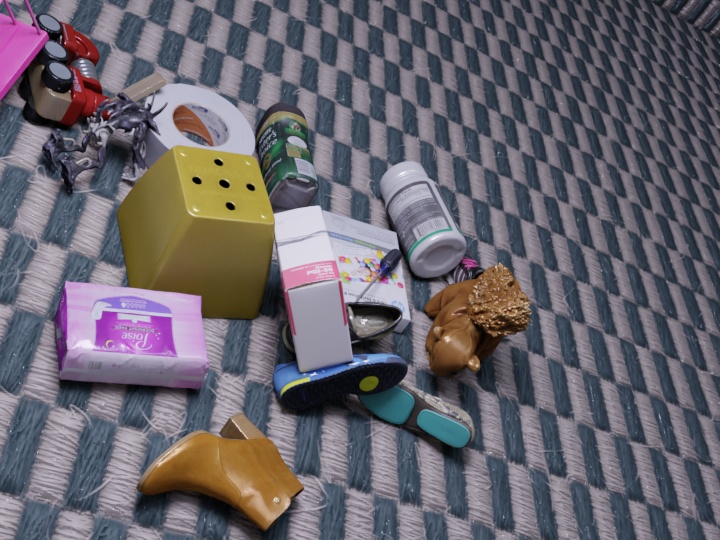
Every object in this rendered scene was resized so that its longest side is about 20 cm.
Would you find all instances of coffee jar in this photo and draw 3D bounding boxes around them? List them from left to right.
[{"bbox_3d":[-0.133,-0.198,1.510,0.084,0.105,0.203,13,44,-28],"label":"coffee jar"}]

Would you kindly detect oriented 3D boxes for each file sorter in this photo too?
[{"bbox_3d":[-0.594,-0.369,1.256,0.196,0.126,0.141,23,64,9],"label":"file sorter"}]

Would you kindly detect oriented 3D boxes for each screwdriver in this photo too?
[{"bbox_3d":[0.025,0.010,1.410,0.028,0.029,0.200,-1,23,28],"label":"screwdriver"}]

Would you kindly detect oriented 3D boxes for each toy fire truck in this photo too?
[{"bbox_3d":[-0.441,-0.321,1.407,0.197,0.129,0.178,11,44,-43],"label":"toy fire truck"}]

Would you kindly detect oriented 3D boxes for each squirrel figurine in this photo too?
[{"bbox_3d":[0.181,0.084,1.390,0.142,0.200,0.186,47,28,3],"label":"squirrel figurine"}]

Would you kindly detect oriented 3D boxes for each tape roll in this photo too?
[{"bbox_3d":[-0.281,-0.225,1.460,0.197,0.066,0.203,20,42,-20],"label":"tape roll"}]

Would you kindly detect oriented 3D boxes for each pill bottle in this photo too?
[{"bbox_3d":[0.110,-0.097,1.578,0.111,0.114,0.203,5,46,-32],"label":"pill bottle"}]

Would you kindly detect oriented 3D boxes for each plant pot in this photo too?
[{"bbox_3d":[-0.228,-0.066,1.259,0.196,0.177,0.203,4,50,-32],"label":"plant pot"}]

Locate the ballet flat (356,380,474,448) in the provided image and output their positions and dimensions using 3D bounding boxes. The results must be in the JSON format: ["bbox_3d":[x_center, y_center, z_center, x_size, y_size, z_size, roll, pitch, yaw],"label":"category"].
[{"bbox_3d":[0.084,0.207,1.313,0.196,0.069,0.076,25,21,-5],"label":"ballet flat"}]

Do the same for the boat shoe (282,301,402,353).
[{"bbox_3d":[-0.025,0.080,1.329,0.196,0.065,0.075,-12,74,-28],"label":"boat shoe"}]

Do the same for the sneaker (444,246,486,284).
[{"bbox_3d":[0.207,0.014,1.564,0.072,0.088,0.203,13,45,-24],"label":"sneaker"}]

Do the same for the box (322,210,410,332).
[{"bbox_3d":[0.000,0.000,1.467,0.153,0.041,0.203,16,45,-23],"label":"box"}]

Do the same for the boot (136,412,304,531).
[{"bbox_3d":[-0.165,0.268,1.067,0.144,0.071,0.200,47,36,16],"label":"boot"}]

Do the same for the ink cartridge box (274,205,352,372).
[{"bbox_3d":[-0.072,0.021,1.241,0.081,0.149,0.202,-11,35,-4],"label":"ink cartridge box"}]

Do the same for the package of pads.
[{"bbox_3d":[-0.301,0.088,1.139,0.196,0.076,0.122,8,46,-30],"label":"package of pads"}]

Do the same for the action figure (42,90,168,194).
[{"bbox_3d":[-0.389,-0.203,1.334,0.199,0.103,0.119,-35,69,-30],"label":"action figure"}]

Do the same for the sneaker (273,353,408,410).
[{"bbox_3d":[-0.031,0.142,1.246,0.195,0.067,0.079,-11,39,-9],"label":"sneaker"}]
